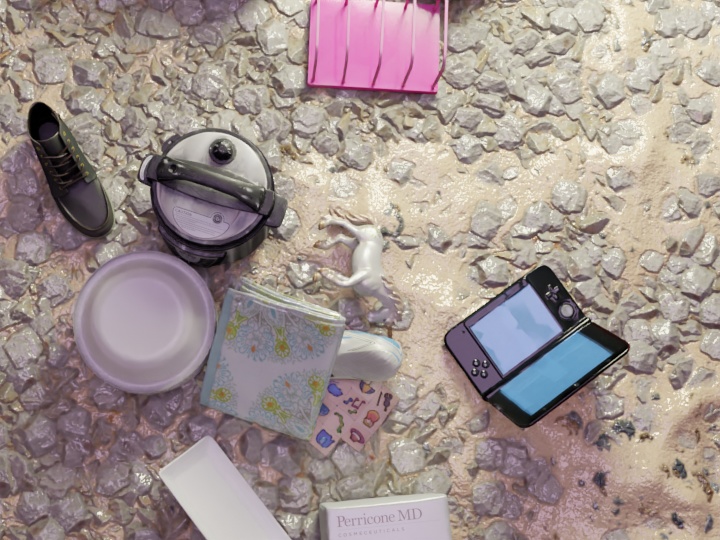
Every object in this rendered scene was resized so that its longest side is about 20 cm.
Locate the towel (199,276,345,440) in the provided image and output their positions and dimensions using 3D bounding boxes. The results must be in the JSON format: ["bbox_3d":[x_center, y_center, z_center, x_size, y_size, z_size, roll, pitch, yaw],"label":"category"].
[{"bbox_3d":[-0.124,0.125,1.535,0.170,0.048,0.201,19,108,7],"label":"towel"}]

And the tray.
[{"bbox_3d":[-0.189,0.336,1.531,0.200,0.022,0.107,52,46,4],"label":"tray"}]

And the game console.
[{"bbox_3d":[0.249,0.103,1.577,0.200,0.119,0.173,-35,86,-10],"label":"game console"}]

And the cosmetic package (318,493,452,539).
[{"bbox_3d":[0.036,0.410,1.485,0.166,0.166,0.201,-5,80,-6],"label":"cosmetic package"}]

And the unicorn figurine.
[{"bbox_3d":[0.000,0.000,1.591,0.137,0.074,0.201,9,74,-14],"label":"unicorn figurine"}]

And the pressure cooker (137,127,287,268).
[{"bbox_3d":[-0.206,-0.105,1.528,0.175,0.200,0.179,-25,85,-9],"label":"pressure cooker"}]

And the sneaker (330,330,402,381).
[{"bbox_3d":[-0.038,0.117,1.577,0.199,0.073,0.072,8,108,8],"label":"sneaker"}]

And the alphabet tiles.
[{"bbox_3d":[-0.049,0.162,1.597,0.200,0.008,0.167,39,79,1],"label":"alphabet tiles"}]

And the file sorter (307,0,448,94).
[{"bbox_3d":[0.026,-0.351,1.625,0.199,0.125,0.140,3,81,-5],"label":"file sorter"}]

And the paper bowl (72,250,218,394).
[{"bbox_3d":[-0.302,0.072,1.541,0.200,0.104,0.202,1,82,-4],"label":"paper bowl"}]

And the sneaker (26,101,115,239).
[{"bbox_3d":[-0.419,-0.139,1.561,0.075,0.106,0.200,-31,85,-9],"label":"sneaker"}]
